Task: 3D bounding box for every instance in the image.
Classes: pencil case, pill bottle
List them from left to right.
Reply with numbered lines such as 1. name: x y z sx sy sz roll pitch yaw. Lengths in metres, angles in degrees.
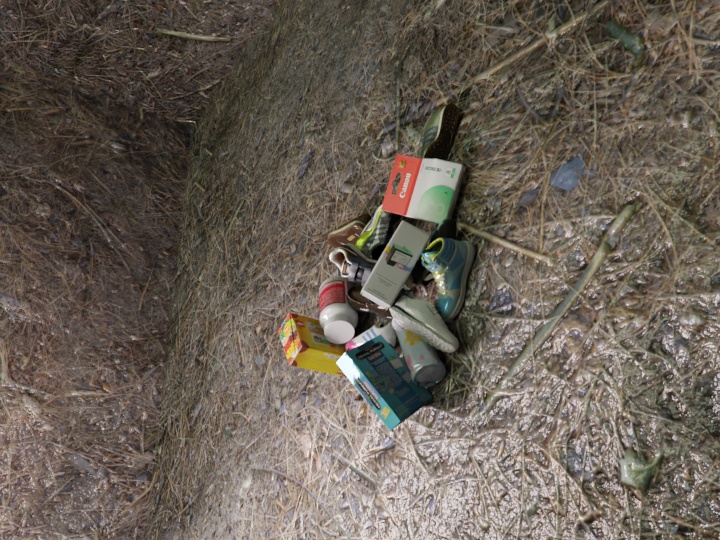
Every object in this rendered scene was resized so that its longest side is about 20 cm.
1. pill bottle: -0.064 0.115 1.878 0.112 0.112 0.200 -55 22 27
2. pencil case: 0.140 0.186 1.585 0.083 0.091 0.200 -26 46 7

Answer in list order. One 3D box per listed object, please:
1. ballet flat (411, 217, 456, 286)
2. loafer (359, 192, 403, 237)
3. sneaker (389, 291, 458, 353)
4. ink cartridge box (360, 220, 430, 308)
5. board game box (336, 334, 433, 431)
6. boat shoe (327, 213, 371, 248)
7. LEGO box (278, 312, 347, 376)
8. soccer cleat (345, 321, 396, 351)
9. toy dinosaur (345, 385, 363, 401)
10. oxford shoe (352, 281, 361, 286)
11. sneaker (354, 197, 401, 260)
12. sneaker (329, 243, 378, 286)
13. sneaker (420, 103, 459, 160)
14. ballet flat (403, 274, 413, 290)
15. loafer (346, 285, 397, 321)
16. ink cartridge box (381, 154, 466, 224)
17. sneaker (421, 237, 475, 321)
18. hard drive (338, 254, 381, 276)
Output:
1. ballet flat: 0.195 -0.038 1.629 0.200 0.068 0.069 -62 41 37
2. loafer: 0.067 -0.128 1.845 0.063 0.072 0.200 41 99 32
3. sneaker: 0.160 0.117 1.527 0.080 0.077 0.200 -41 54 -20
4. ink cartridge box: 0.085 -0.012 1.618 0.200 0.084 0.145 -60 -1 -6
5. board game box: 0.058 0.259 1.532 0.200 0.151 0.047 50 124 16
6. boat shoe: -0.027 -0.120 1.962 0.202 0.075 0.075 -19 37 55
7. LEGO box: -0.119 0.214 1.871 0.077 0.199 0.149 -58 34 23
8. soccer cleat: 0.035 0.189 1.780 0.200 0.070 0.087 -19 43 52
9. toy dinosaur: 0.038 0.276 1.708 0.200 0.086 0.136 -29 52 55
10. oxford shoe: 0.040 0.027 1.854 0.200 0.071 0.071 2 53 56
11. sneaker: 0.067 -0.106 1.774 0.081 0.074 0.200 43 107 34
12. sneaker: 0.000 0.000 1.739 0.200 0.079 0.079 33 125 31
13. sneaker: 0.202 -0.354 1.769 0.090 0.067 0.201 32 103 66
14. ballet flat: 0.109 -0.028 1.761 0.070 0.069 0.200 -58 34 23
15. loafer: 0.036 0.073 1.773 0.200 0.072 0.073 17 50 41
16. ink cartridge box: 0.156 -0.214 1.688 0.199 0.050 0.162 17 90 22
17. sneaker: 0.188 0.015 1.544 0.079 0.130 0.201 9 85 58
18. hard drive: -0.001 -0.062 1.976 0.200 0.033 0.140 -32 50 48
